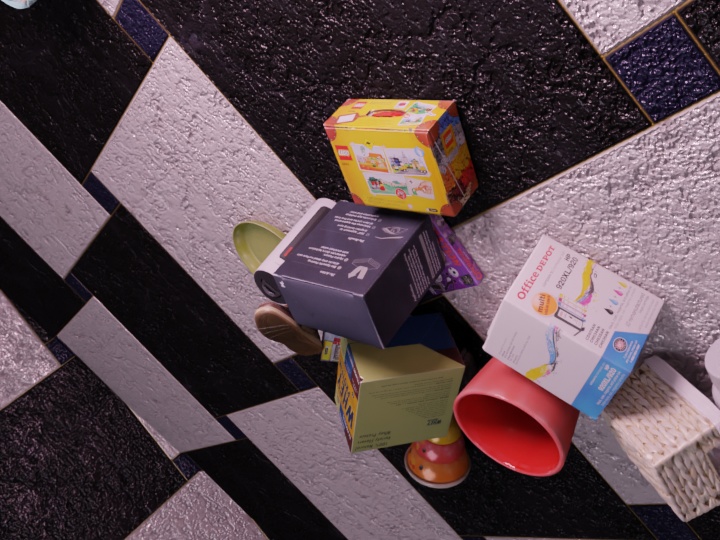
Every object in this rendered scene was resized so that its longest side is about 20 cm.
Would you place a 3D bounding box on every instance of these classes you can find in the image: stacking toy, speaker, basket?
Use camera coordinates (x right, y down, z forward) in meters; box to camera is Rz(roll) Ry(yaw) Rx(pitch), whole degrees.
[{"bbox_3d":[0.167,0.340,1.693,0.144,0.146,0.203,19,124,30],"label":"stacking toy"},{"bbox_3d":[-0.103,-0.035,1.422,0.080,0.201,0.082,26,146,20],"label":"speaker"},{"bbox_3d":[0.448,0.240,1.158,0.136,0.122,0.200,54,-175,-22],"label":"basket"}]

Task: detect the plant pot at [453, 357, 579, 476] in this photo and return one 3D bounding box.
[{"bbox_3d":[0.279,0.205,1.330,0.198,0.178,0.202,27,146,20],"label":"plant pot"}]

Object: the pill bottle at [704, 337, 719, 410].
[{"bbox_3d":[0.546,0.184,1.082,0.112,0.113,0.201,-6,126,49],"label":"pill bottle"}]

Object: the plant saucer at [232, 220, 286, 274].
[{"bbox_3d":[-0.181,-0.030,1.673,0.198,0.031,0.202,27,145,20],"label":"plant saucer"}]

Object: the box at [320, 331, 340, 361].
[{"bbox_3d":[0.002,0.096,1.514,0.134,0.038,0.202,5,133,-9],"label":"box"}]

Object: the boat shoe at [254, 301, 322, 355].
[{"bbox_3d":[-0.130,0.092,1.478,0.071,0.073,0.200,-14,150,24],"label":"boat shoe"}]

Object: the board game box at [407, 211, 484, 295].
[{"bbox_3d":[0.109,-0.049,1.348,0.119,0.032,0.201,-19,115,50],"label":"board game box"}]

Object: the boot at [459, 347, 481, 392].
[{"bbox_3d":[0.268,0.227,1.489,0.171,0.070,0.202,10,141,32],"label":"boot"}]

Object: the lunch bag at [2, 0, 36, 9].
[{"bbox_3d":[-0.566,-0.540,1.334,0.198,0.171,0.123,32,155,12],"label":"lunch bag"}]

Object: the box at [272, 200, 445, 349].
[{"bbox_3d":[0.000,0.000,1.310,0.194,0.200,0.119,12,138,38],"label":"box"}]

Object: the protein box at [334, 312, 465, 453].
[{"bbox_3d":[0.065,0.206,1.479,0.136,0.195,0.202,-111,21,-45],"label":"protein box"}]

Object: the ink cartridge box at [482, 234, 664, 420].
[{"bbox_3d":[0.307,0.081,1.180,0.198,0.148,0.146,30,147,15],"label":"ink cartridge box"}]

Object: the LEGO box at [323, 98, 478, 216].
[{"bbox_3d":[0.060,-0.171,1.203,0.198,0.077,0.150,12,138,39],"label":"LEGO box"}]
